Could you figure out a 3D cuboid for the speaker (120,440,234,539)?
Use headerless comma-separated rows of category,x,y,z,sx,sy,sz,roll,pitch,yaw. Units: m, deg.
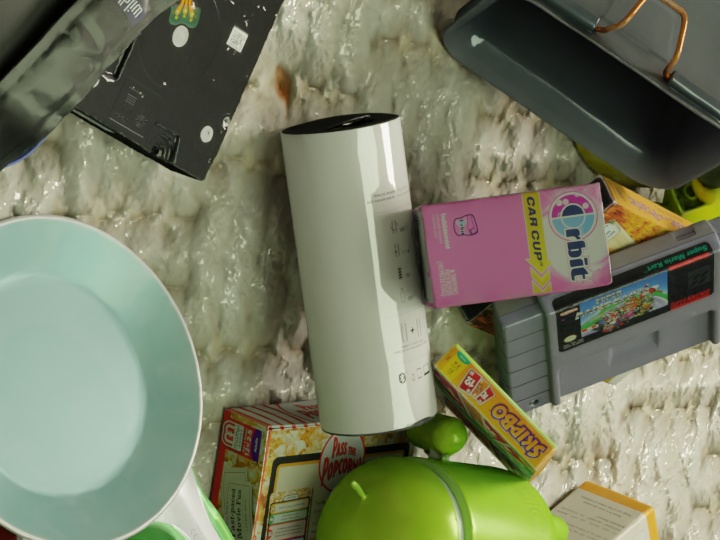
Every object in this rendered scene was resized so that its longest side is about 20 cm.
speaker,-0.112,0.197,1.637,0.088,0.088,0.201,-42,119,-29

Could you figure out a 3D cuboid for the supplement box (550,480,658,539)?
supplement box,0.143,0.270,1.976,0.200,0.073,0.127,-35,128,-34

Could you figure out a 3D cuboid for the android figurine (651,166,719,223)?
android figurine,0.288,-0.053,1.956,0.181,0.041,0.200,-19,162,-4

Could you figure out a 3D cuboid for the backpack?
backpack,-0.215,-0.155,1.367,0.200,0.153,0.192,39,67,-41

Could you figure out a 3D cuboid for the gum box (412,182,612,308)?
gum box,0.094,-0.016,1.705,0.112,0.200,0.067,-8,91,-2

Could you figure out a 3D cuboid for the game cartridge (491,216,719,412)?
game cartridge,0.192,0.031,1.872,0.199,0.039,0.130,-21,151,-6

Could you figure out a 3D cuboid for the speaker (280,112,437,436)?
speaker,0.000,0.000,1.683,0.081,0.081,0.202,-18,105,-42

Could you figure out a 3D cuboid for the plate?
plate,-0.180,0.067,1.536,0.199,0.025,0.202,15,65,-36

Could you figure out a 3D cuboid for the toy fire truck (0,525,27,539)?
toy fire truck,-0.189,0.226,1.517,0.111,0.200,0.169,-18,120,0

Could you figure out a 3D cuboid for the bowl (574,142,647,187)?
bowl,0.252,-0.150,1.913,0.199,0.107,0.202,-19,118,-42

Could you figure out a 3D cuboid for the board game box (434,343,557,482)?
board game box,0.090,0.101,1.774,0.030,0.096,0.200,-44,173,-2

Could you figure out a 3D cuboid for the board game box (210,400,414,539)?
board game box,-0.039,0.190,1.767,0.151,0.046,0.202,-2,105,-47

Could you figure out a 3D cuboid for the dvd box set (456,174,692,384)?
dvd box set,0.179,0.011,1.893,0.146,0.030,0.199,-40,145,21

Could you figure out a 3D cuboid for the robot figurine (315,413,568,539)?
robot figurine,0.052,0.185,1.740,0.199,0.115,0.177,11,89,-48

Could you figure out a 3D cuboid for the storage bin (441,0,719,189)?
storage bin,0.181,-0.175,1.766,0.199,0.145,0.135,31,66,-12

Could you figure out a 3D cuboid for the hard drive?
hard drive,-0.107,-0.171,1.564,0.139,0.038,0.201,28,84,-49
